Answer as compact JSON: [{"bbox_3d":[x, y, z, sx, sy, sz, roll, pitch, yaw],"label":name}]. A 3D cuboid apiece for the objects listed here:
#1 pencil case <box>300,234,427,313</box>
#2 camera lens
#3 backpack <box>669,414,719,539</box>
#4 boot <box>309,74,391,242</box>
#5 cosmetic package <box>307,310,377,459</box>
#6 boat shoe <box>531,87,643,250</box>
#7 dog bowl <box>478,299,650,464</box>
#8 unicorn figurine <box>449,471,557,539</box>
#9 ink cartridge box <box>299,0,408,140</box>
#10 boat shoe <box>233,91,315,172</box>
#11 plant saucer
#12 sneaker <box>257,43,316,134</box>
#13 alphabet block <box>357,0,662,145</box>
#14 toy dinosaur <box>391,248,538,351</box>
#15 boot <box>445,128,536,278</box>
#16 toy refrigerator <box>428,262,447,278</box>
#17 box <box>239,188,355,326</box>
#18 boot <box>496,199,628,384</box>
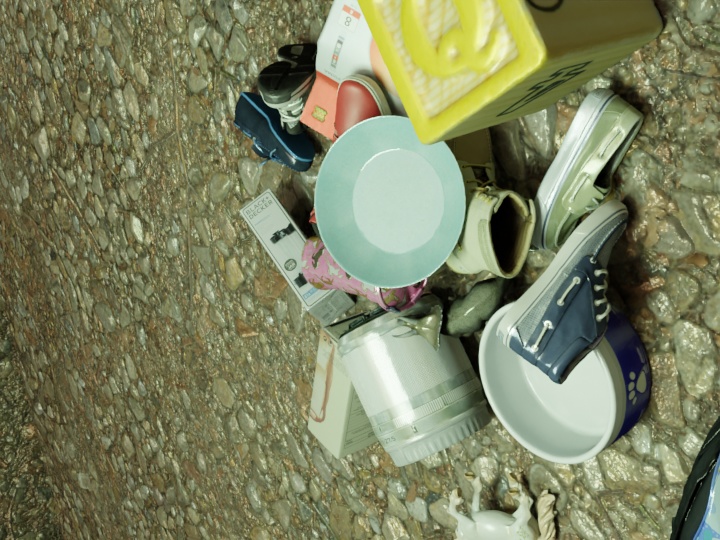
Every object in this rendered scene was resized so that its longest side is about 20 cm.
[{"bbox_3d":[0.000,0.000,1.204,0.199,0.082,0.088,16,109,53],"label":"pencil case"},{"bbox_3d":[0.071,0.143,1.237,0.160,0.159,0.202,-34,80,52],"label":"camera lens"},{"bbox_3d":[0.385,0.243,0.885,0.146,0.183,0.202,15,116,21],"label":"backpack"},{"bbox_3d":[-0.020,-0.133,1.149,0.072,0.144,0.202,17,132,25],"label":"boot"},{"bbox_3d":[-0.010,0.176,1.402,0.087,0.103,0.202,37,130,37],"label":"cosmetic package"},{"bbox_3d":[0.241,-0.098,0.992,0.062,0.072,0.201,38,132,27],"label":"boat shoe"},{"bbox_3d":[0.240,0.122,1.085,0.199,0.078,0.202,25,123,43],"label":"dog bowl"},{"bbox_3d":[0.179,0.344,1.260,0.199,0.074,0.139,7,122,44],"label":"unicorn figurine"},{"bbox_3d":[0.010,-0.236,1.163,0.161,0.050,0.201,31,119,9],"label":"ink cartridge box"},{"bbox_3d":[-0.133,-0.202,1.411,0.069,0.084,0.200,-61,43,23],"label":"boat shoe"},{"bbox_3d":[0.039,-0.082,1.085,0.199,0.039,0.204,3,97,28],"label":"plant saucer"},{"bbox_3d":[-0.091,-0.237,1.277,0.075,0.201,0.117,0,119,8],"label":"sneaker"},{"bbox_3d":[0.147,-0.267,0.926,0.196,0.199,0.197,-32,80,52],"label":"alphabet block"},{"bbox_3d":[0.145,0.046,1.131,0.199,0.102,0.078,-29,90,25],"label":"toy dinosaur"},{"bbox_3d":[0.145,-0.093,1.053,0.155,0.071,0.203,-168,77,-76],"label":"boot"},{"bbox_3d":[0.029,-0.040,1.285,0.199,0.070,0.077,11,121,49],"label":"toy refrigerator"},{"bbox_3d":[-0.097,-0.020,1.408,0.201,0.060,0.117,53,-179,21],"label":"box"},{"bbox_3d":[0.243,0.024,0.979,0.090,0.073,0.200,40,91,28],"label":"boot"}]
